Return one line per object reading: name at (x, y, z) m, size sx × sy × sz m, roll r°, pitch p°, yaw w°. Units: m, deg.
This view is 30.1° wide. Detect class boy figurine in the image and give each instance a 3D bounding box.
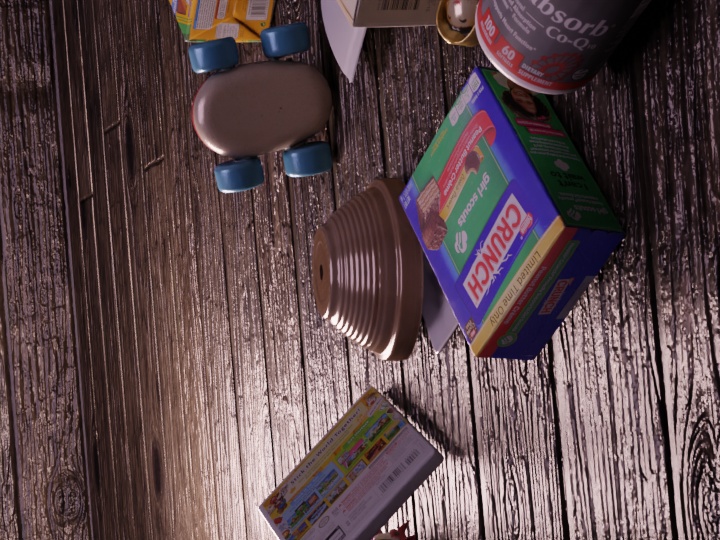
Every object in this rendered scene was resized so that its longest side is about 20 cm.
boy figurine at (0.096, -0.304, 1.233) m, size 0.123 × 0.064 × 0.202 m, roll 22°, pitch 128°, yaw 28°

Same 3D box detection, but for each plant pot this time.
plant pot at (0.000, 0.000, 1.477) m, size 0.201 × 0.092 × 0.203 m, roll 178°, pitch 90°, yaw -78°

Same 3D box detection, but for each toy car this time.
toy car at (-0.135, -0.215, 1.729) m, size 0.200 × 0.175 × 0.186 m, roll -136°, pitch 33°, yaw -75°

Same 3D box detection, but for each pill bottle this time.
pill bottle at (0.174, -0.237, 1.025) m, size 0.200 × 0.115 × 0.117 m, roll 122°, pitch 138°, yaw -55°

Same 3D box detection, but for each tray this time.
tray at (0.103, -0.010, 1.356) m, size 0.201 × 0.022 × 0.108 m, roll 118°, pitch 142°, yaw -52°

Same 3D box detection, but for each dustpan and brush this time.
dustpan and brush at (-0.014, -0.331, 1.558) m, size 0.201 × 0.057 × 0.140 m, roll 58°, pitch 145°, yaw 36°

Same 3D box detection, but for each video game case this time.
video game case at (-0.015, 0.242, 1.514) m, size 0.200 × 0.023 × 0.182 m, roll -47°, pitch 30°, yaw -2°

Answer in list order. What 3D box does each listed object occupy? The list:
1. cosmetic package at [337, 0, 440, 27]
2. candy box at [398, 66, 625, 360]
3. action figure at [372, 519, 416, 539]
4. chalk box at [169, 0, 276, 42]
cosmetic package at (0.010, -0.342, 1.417) m, size 0.201 × 0.102 × 0.074 m, roll -115°, pitch 29°, yaw -43°
candy box at (0.128, -0.049, 1.191) m, size 0.170 × 0.076 × 0.201 m, roll -60°, pitch 42°, yaw 38°
action figure at (0.009, 0.371, 1.545) m, size 0.200 × 0.149 × 0.134 m, roll -48°, pitch 1°, yaw 25°
chalk box at (-0.204, -0.427, 1.889) m, size 0.201 × 0.123 × 0.126 m, roll -118°, pitch 33°, yaw -43°
